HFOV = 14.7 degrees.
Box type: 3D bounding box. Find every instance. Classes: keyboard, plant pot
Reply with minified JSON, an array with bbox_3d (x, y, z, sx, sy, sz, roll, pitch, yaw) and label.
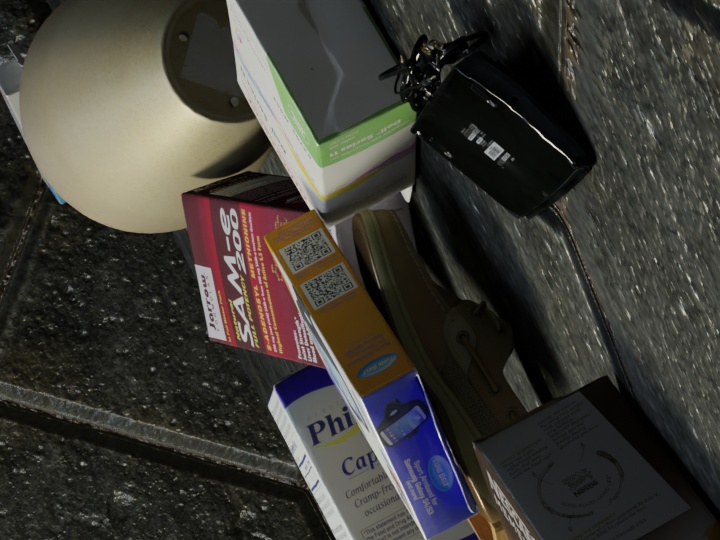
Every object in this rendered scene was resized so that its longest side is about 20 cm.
[{"bbox_3d":[0.063,-0.078,1.309,0.104,0.040,0.200,40,172,-1],"label":"keyboard"},{"bbox_3d":[-0.121,-0.129,1.920,0.188,0.187,0.200,63,160,-4],"label":"plant pot"}]

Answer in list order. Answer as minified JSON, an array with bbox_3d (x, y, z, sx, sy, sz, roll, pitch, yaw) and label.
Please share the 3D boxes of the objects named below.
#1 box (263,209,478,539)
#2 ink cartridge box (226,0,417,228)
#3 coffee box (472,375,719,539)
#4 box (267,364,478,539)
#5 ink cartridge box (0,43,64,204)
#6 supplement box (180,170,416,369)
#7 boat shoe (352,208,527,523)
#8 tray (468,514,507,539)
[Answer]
[{"bbox_3d":[0.009,0.064,1.611,0.119,0.041,0.200,66,177,-37],"label":"box"},{"bbox_3d":[-0.022,-0.101,1.642,0.117,0.067,0.200,60,173,15],"label":"ink cartridge box"},{"bbox_3d":[0.142,0.161,1.361,0.200,0.079,0.115,56,170,46],"label":"coffee box"},{"bbox_3d":[0.018,0.159,2.161,0.201,0.105,0.184,62,173,5],"label":"box"},{"bbox_3d":[-0.406,-0.219,3.791,0.201,0.125,0.129,67,172,-26],"label":"ink cartridge box"},{"bbox_3d":[-0.037,0.000,1.827,0.200,0.061,0.109,10,114,58],"label":"supplement box"},{"bbox_3d":[0.057,0.046,1.627,0.201,0.064,0.071,64,176,-14],"label":"boat shoe"},{"bbox_3d":[0.065,0.111,1.931,0.200,0.037,0.099,60,173,29],"label":"tray"}]
